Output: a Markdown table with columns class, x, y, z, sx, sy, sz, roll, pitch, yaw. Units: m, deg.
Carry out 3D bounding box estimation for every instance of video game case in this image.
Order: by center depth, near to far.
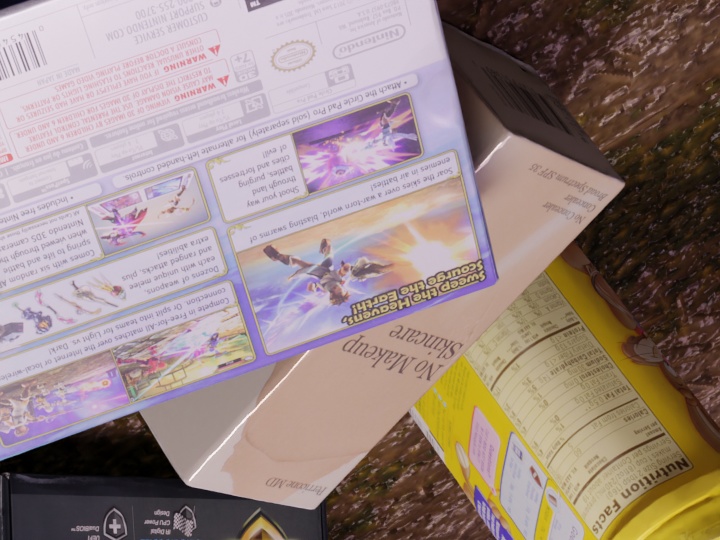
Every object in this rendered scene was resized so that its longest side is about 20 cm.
| class | x | y | z | sx | sy | sz | roll | pitch | yaw |
| --- | --- | --- | --- | --- | --- | --- | --- | --- | --- |
| video game case | -0.064 | -0.040 | 0.835 | 0.200 | 0.045 | 0.181 | -19 | 130 | -5 |

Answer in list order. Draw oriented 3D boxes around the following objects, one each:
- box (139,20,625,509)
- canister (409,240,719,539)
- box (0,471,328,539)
| class | x | y | z | sx | sy | sz | roll | pitch | yaw |
| --- | --- | --- | --- | --- | --- | --- | --- | --- | --- |
| box | 0.000 | 0.000 | 0.983 | 0.200 | 0.078 | 0.095 | -48 | 146 | 19 |
| canister | 0.096 | 0.079 | 1.060 | 0.086 | 0.200 | 0.149 | -23 | 146 | -19 |
| box | -0.093 | 0.171 | 1.052 | 0.046 | 0.159 | 0.200 | -12 | 166 | 40 |
